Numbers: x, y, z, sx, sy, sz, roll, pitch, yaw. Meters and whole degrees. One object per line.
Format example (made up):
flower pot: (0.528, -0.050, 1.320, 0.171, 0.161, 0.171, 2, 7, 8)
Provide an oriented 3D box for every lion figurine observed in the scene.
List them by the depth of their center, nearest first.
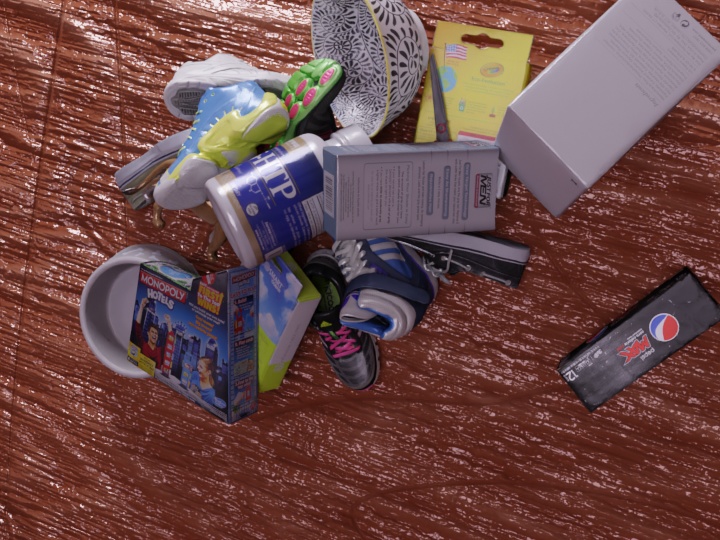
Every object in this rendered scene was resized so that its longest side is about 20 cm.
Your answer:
lion figurine: (-0.204, -0.094, 1.161, 0.199, 0.073, 0.123, 29, 119, -13)

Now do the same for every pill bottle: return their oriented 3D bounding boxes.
pill bottle: (-0.076, -0.097, 1.081, 0.199, 0.120, 0.120, -28, 89, -11)

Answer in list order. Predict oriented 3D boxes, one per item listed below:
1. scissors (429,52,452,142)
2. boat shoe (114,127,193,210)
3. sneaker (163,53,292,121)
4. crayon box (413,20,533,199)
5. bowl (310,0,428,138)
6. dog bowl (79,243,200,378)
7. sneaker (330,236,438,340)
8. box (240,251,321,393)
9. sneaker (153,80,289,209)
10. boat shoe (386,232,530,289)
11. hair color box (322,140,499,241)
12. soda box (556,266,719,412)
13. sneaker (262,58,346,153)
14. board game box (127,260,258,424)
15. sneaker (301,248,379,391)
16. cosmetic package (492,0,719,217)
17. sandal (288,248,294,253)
scissors: (0.108, -0.164, 1.093, 0.073, 0.014, 0.201, 9, 99, 16)
boat shoe: (-0.261, -0.143, 1.217, 0.199, 0.072, 0.062, -22, 97, 41)
sneaker: (-0.157, -0.253, 1.178, 0.199, 0.100, 0.078, 4, 137, -5)
crayon box: (0.141, -0.201, 1.110, 0.126, 0.051, 0.201, 14, 102, 14)
bowl: (0.023, -0.271, 1.093, 0.094, 0.201, 0.202, -19, 93, -23)
dog bowl: (-0.317, 0.064, 1.281, 0.199, 0.059, 0.201, 2, 98, 15)
sneaker: (0.000, 0.000, 1.124, 0.200, 0.146, 0.081, 44, 132, 3)
box: (-0.125, 0.052, 1.175, 0.122, 0.048, 0.200, 50, 130, 30)
sneaker: (-0.186, -0.164, 1.114, 0.200, 0.076, 0.105, -35, 60, 0)
boat shoe: (0.112, -0.021, 1.118, 0.198, 0.074, 0.068, 12, 102, -12)
hair color box: (0.058, -0.095, 1.031, 0.199, 0.061, 0.100, -5, 108, -17)
soda box: (0.341, 0.085, 1.085, 0.200, 0.063, 0.071, -40, 86, 18)
sneaker: (-0.064, -0.189, 1.144, 0.200, 0.083, 0.077, -58, 41, 40)
board game box: (-0.210, 0.067, 1.170, 0.199, 0.062, 0.201, 26, 113, 28)
sneaker: (-0.035, 0.072, 1.182, 0.073, 0.087, 0.201, -17, 93, 18)
cosmetic package: (0.260, -0.180, 0.973, 0.200, 0.199, 0.123, -45, 84, -2)
sandal: (-0.157, -0.103, 1.216, 0.076, 0.043, 0.201, -37, 86, 18)
